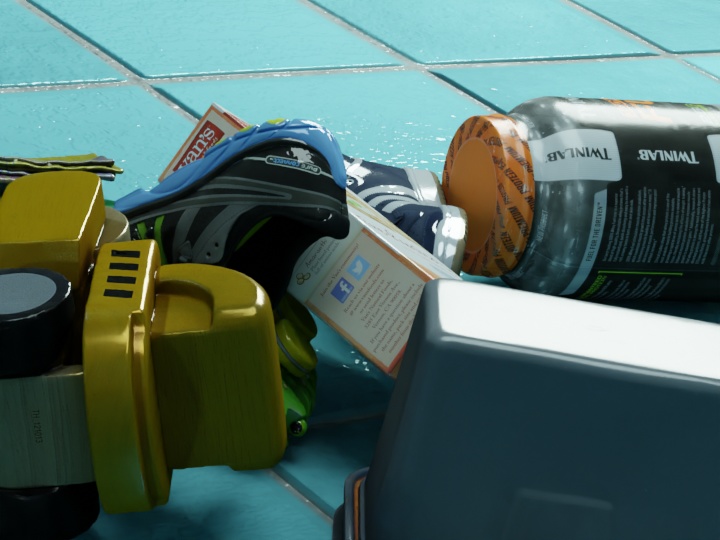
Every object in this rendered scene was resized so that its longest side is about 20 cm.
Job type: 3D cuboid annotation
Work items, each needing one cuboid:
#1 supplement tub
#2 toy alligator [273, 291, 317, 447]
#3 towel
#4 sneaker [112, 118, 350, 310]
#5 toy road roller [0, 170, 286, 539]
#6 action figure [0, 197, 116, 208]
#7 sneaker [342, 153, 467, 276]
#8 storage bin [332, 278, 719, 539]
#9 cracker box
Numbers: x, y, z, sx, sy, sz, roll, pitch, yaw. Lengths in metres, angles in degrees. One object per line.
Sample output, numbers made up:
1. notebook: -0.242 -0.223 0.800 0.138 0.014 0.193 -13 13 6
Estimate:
1. supplement tub: 0.157 -0.043 1.715 0.199 0.123 0.123 1 23 -24
2. toy alligator: -0.046 0.065 1.446 0.054 0.059 0.200 48 14 -18
3. towel: -0.242 -0.066 1.663 0.199 0.023 0.144 6 3 -8
4. sneaker: -0.088 -0.001 1.440 0.071 0.199 0.083 23 41 -53
5. toy road roller: -0.108 0.039 1.338 0.145 0.124 0.200 -4 24 2
6. action figure: -0.166 -0.012 1.574 0.199 0.055 0.118 10 19 8
7. sneaker: -0.002 -0.023 1.658 0.108 0.071 0.200 12 14 -10
8. storage bin: 0.094 0.091 1.328 0.199 0.135 0.146 9 21 -2
9. cracker box: 0.000 0.000 1.508 0.200 0.058 0.134 38 5 35
